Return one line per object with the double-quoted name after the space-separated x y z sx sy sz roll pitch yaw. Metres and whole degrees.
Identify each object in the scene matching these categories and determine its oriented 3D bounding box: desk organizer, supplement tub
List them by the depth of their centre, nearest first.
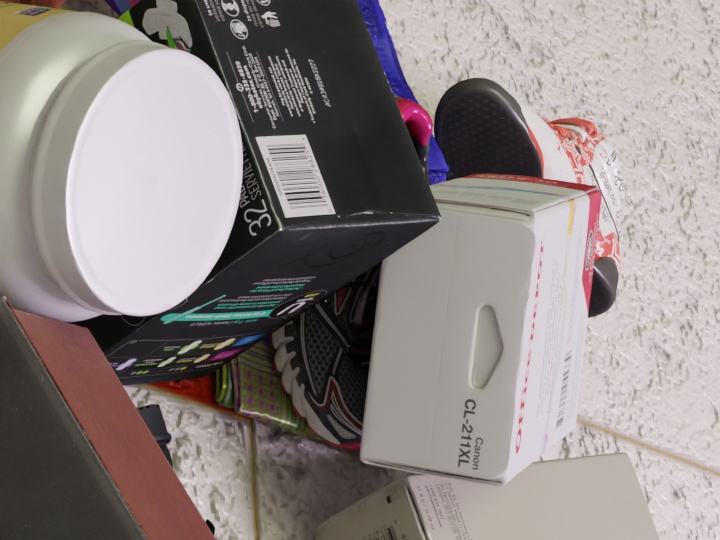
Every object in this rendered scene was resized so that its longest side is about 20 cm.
-0.116 0.115 1.156 0.200 0.072 0.077 57 15 21 "desk organizer"
-0.170 -0.055 1.245 0.145 0.200 0.146 -19 114 -51 "supplement tub"

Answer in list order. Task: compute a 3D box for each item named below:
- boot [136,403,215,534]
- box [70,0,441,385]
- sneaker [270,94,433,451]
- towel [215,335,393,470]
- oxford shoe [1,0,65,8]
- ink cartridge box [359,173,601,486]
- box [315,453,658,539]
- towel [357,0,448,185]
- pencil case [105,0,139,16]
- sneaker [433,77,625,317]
-0.138 0.158 1.272 0.198 0.073 0.163 -11 79 -48 "boot"
-0.086 -0.044 1.355 0.124 0.200 0.149 -4 68 -47 "box"
0.000 0.000 1.460 0.080 0.075 0.201 4 83 -40 "sneaker"
-0.032 0.010 1.522 0.143 0.023 0.201 20 52 -39 "towel"
-0.226 -0.142 1.399 0.074 0.071 0.200 30 40 15 "oxford shoe"
0.069 0.026 1.439 0.200 0.083 0.146 -17 114 -74 "ink cartridge box"
0.075 0.153 1.479 0.200 0.082 0.069 -1 65 -46 "box"
-0.027 -0.134 1.583 0.147 0.050 0.200 6 53 -48 "towel"
-0.101 -0.162 1.483 0.200 0.088 0.088 44 37 10 "pencil case"
0.109 -0.072 1.669 0.202 0.067 0.108 54 32 -35 "sneaker"
